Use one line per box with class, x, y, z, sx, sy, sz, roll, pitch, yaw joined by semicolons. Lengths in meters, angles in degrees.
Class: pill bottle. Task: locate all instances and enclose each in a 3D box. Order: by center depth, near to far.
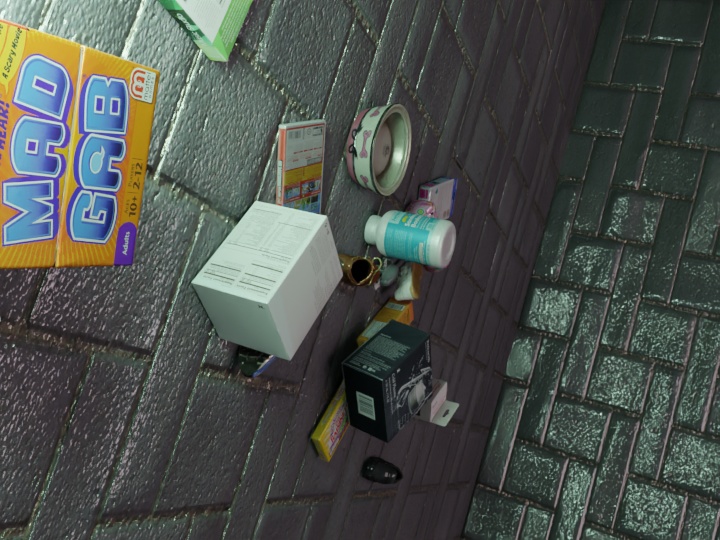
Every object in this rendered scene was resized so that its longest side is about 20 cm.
pill bottle;0.112;-0.077;1.651;0.111;0.199;0.111;-41;138;-53

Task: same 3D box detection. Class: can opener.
can opener;0.088;-0.011;1.789;0.200;0.067;0.054;-44;141;-49

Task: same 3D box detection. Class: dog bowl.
dog bowl;0.039;-0.266;1.554;0.200;0.073;0.201;-39;135;-53

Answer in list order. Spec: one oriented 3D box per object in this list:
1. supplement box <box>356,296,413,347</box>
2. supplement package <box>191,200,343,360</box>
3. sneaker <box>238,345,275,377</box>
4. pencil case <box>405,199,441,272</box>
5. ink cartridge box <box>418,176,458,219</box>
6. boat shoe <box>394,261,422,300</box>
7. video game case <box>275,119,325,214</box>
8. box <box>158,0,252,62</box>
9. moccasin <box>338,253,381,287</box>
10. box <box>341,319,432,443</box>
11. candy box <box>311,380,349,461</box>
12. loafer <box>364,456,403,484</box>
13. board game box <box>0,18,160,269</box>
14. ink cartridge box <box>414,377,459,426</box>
supplement box;0.065;0.150;1.825;0.200;0.069;0.067;-45;139;-44
supplement package;-0.150;0.014;1.205;0.200;0.150;0.152;-59;150;-34
sneaker;-0.155;0.137;1.342;0.200;0.078;0.089;-51;142;-44
pencil case;0.181;-0.092;1.889;0.088;0.087;0.201;-54;136;-39
ink cartridge box;0.215;-0.194;1.998;0.200;0.042;0.120;-26;127;-55
boat shoe;0.120;0.009;1.875;0.200;0.069;0.071;-73;142;-56
video game case;-0.113;-0.179;1.343;0.143;0.017;0.201;-28;127;-59
box;-0.221;-0.408;0.985;0.200;0.036;0.145;44;62;-60
moccasin;0.000;-0.002;1.597;0.201;0.077;0.074;31;74;-64
box;0.069;0.260;1.694;0.196;0.124;0.201;-39;135;-41
candy box;-0.051;0.347;1.708;0.200;0.026;0.102;-59;146;-34
loafer;0.069;0.577;2.039;0.201;0.070;0.068;40;66;-63
board game box;-0.344;-0.119;0.672;0.200;0.199;0.201;-4;106;-64
ink cartridge box;0.164;0.347;1.970;0.116;0.199;0.068;-41;138;-51
